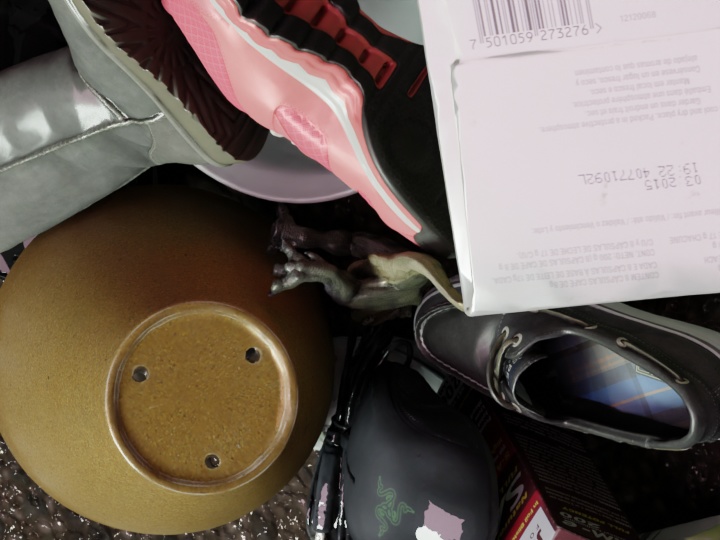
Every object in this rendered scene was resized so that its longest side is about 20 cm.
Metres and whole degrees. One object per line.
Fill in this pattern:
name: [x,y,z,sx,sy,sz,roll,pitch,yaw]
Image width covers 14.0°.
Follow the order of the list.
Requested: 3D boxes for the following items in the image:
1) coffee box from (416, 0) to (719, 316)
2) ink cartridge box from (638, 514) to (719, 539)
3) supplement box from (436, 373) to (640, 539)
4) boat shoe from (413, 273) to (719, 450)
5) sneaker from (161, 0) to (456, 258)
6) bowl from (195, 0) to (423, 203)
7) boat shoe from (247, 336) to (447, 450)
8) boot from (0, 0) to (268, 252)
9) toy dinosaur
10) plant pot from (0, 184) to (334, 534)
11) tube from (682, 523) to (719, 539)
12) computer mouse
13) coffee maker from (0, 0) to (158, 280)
coffee box: [0.149,-0.110,1.329,0.199,0.198,0.200,-5,105,18]
ink cartridge box: [0.146,0.209,1.494,0.200,0.147,0.086,-20,118,37]
supplement box: [0.073,0.136,1.489,0.061,0.200,0.109,22,106,-22]
boat shoe: [0.098,0.049,1.434,0.200,0.066,0.070,18,116,34]
sneaker: [-0.015,-0.086,1.375,0.200,0.074,0.087,49,148,-16]
bowl: [-0.018,-0.138,1.460,0.201,0.090,0.201,5,102,28]
boat shoe: [-0.027,0.074,1.621,0.200,0.067,0.074,8,111,32]
boot: [-0.165,-0.093,1.438,0.200,0.073,0.182,-9,124,39]
toy dinosaur: [0.000,0.000,1.411,0.088,0.200,0.048,15,88,-7]
plant pot: [-0.091,0.052,1.461,0.186,0.200,0.187,0,93,-9]
tube: [0.219,0.126,1.390,0.058,0.200,0.052,13,112,29]
computer mouse: [0.011,0.104,1.483,0.200,0.053,0.139,-145,64,-66]
coffee maker: [-0.180,-0.099,1.583,0.135,0.192,0.200,31,121,44]
